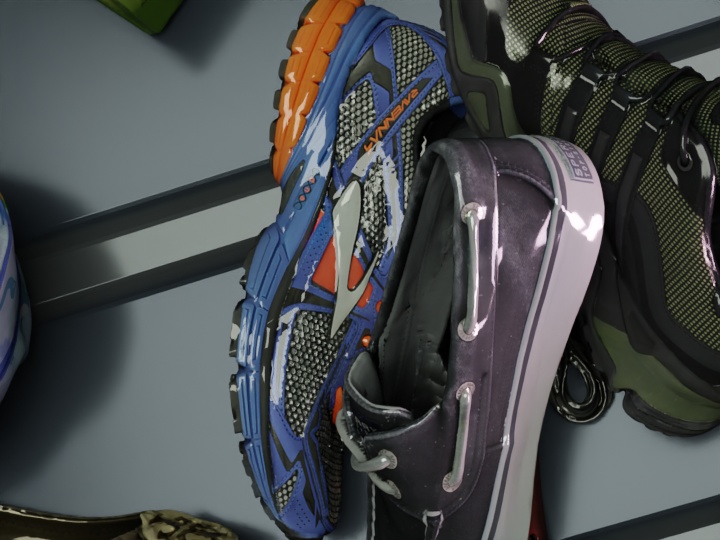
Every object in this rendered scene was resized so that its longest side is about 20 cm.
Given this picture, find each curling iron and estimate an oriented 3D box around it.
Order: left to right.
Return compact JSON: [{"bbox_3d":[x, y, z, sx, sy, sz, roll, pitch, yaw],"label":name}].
[{"bbox_3d":[0.068,0.103,0.853,0.049,0.026,0.202,5,85,9],"label":"curling iron"}]

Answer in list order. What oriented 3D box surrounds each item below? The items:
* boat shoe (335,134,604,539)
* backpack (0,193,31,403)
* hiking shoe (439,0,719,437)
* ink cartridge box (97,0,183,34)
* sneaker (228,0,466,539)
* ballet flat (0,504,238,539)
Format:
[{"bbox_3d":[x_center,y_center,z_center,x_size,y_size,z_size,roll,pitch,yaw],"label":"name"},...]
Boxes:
[{"bbox_3d":[0.024,0.049,0.805,0.072,0.067,0.201,45,126,50],"label":"boat shoe"},{"bbox_3d":[-0.220,0.009,0.866,0.199,0.154,0.164,17,54,-1],"label":"backpack"},{"bbox_3d":[0.104,-0.049,0.821,0.100,0.076,0.201,-31,84,38],"label":"hiking shoe"},{"bbox_3d":[-0.085,-0.216,0.892,0.147,0.076,0.201,37,93,12],"label":"ink cartridge box"},{"bbox_3d":[0.000,0.000,0.856,0.078,0.075,0.202,9,87,8],"label":"sneaker"},{"bbox_3d":[-0.132,0.098,0.875,0.198,0.067,0.047,2,93,17],"label":"ballet flat"}]
